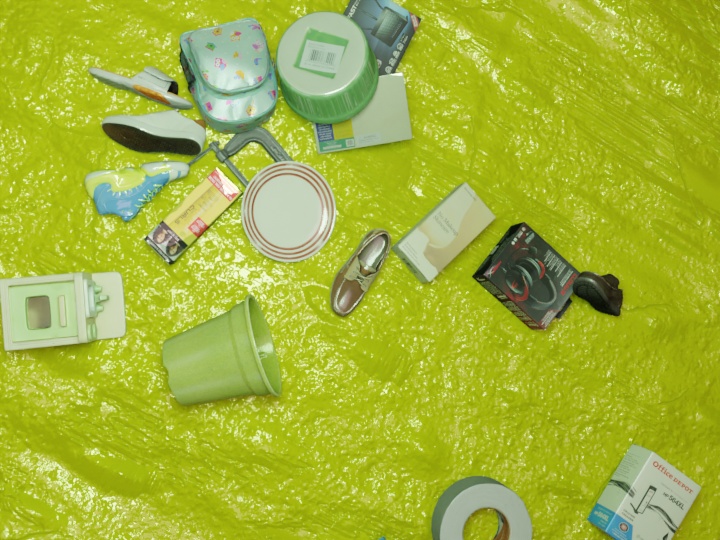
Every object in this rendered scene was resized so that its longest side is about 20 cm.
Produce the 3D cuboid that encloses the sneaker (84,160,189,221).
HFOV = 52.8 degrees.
[{"bbox_3d":[-0.425,-0.153,1.408,0.198,0.076,0.106,-9,101,-4],"label":"sneaker"}]

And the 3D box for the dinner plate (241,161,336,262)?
[{"bbox_3d":[-0.145,-0.118,1.460,0.199,0.024,0.202,-3,97,-24],"label":"dinner plate"}]

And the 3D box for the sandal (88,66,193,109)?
[{"bbox_3d":[-0.421,-0.371,1.406,0.205,0.079,0.060,19,87,-7],"label":"sandal"}]

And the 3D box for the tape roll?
[{"bbox_3d":[0.250,0.534,1.503,0.199,0.066,0.202,0,88,-10],"label":"tape roll"}]

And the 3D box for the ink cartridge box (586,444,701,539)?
[{"bbox_3d":[0.610,0.501,1.561,0.146,0.084,0.201,35,83,-7],"label":"ink cartridge box"}]

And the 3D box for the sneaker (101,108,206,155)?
[{"bbox_3d":[-0.400,-0.280,1.424,0.198,0.073,0.085,10,55,-4],"label":"sneaker"}]

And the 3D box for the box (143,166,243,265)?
[{"bbox_3d":[-0.323,-0.106,1.414,0.200,0.050,0.075,-44,97,-1],"label":"box"}]

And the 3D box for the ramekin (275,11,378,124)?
[{"bbox_3d":[-0.067,-0.394,1.392,0.198,0.098,0.202,-1,79,6],"label":"ramekin"}]

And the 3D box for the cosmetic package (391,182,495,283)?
[{"bbox_3d":[0.172,-0.078,1.509,0.200,0.071,0.105,-45,95,-9],"label":"cosmetic package"}]

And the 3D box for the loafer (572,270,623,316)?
[{"bbox_3d":[0.504,0.035,1.530,0.073,0.200,0.071,15,80,35],"label":"loafer"}]

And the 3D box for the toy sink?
[{"bbox_3d":[-0.548,0.072,1.348,0.198,0.112,0.132,-4,89,-11],"label":"toy sink"}]

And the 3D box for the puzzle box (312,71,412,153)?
[{"bbox_3d":[-0.002,-0.317,1.465,0.198,0.025,0.134,-8,108,5],"label":"puzzle box"}]

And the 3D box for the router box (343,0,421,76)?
[{"bbox_3d":[0.016,-0.466,1.500,0.149,0.062,0.201,27,83,-8],"label":"router box"}]

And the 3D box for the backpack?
[{"bbox_3d":[-0.247,-0.374,1.405,0.175,0.153,0.202,-17,95,-16],"label":"backpack"}]

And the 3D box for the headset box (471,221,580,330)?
[{"bbox_3d":[0.362,0.020,1.539,0.200,0.075,0.149,41,80,-6],"label":"headset box"}]

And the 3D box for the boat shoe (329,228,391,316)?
[{"bbox_3d":[0.000,0.000,1.473,0.075,0.072,0.201,28,83,-8],"label":"boat shoe"}]

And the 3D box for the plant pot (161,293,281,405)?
[{"bbox_3d":[-0.266,0.166,1.372,0.183,0.200,0.202,-16,91,1],"label":"plant pot"}]

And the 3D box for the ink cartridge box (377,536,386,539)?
[{"bbox_3d":[0.013,0.651,1.422,0.199,0.129,0.126,-36,94,-9],"label":"ink cartridge box"}]

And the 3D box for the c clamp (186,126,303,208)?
[{"bbox_3d":[-0.222,-0.200,1.467,0.200,0.027,0.171,43,76,-5],"label":"c clamp"}]
